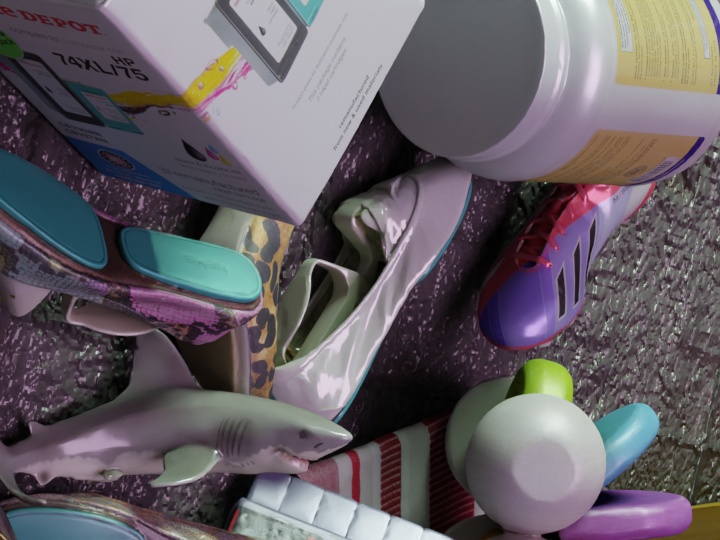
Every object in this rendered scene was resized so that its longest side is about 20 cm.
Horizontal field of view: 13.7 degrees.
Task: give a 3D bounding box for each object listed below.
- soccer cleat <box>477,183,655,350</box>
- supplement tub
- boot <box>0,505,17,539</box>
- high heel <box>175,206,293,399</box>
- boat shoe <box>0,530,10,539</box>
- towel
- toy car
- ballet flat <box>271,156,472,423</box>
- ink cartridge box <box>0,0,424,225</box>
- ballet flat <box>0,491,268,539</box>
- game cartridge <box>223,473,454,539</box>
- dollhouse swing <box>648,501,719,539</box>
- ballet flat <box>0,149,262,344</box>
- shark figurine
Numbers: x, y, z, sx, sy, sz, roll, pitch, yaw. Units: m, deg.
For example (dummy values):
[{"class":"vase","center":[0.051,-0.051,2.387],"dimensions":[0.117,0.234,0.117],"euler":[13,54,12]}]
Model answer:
[{"class":"soccer cleat","center":[0.131,-0.030,1.895],"dimensions":[0.200,0.067,0.076],"euler":[-50,149,-37]},{"class":"supplement tub","center":[0.117,-0.124,1.786],"dimensions":[0.200,0.145,0.145],"euler":[1,101,-52]},{"class":"boot","center":[-0.236,0.216,1.517],"dimensions":[0.174,0.069,0.200],"euler":[-39,119,-38]},{"class":"high heel","center":[-0.041,-0.014,1.676],"dimensions":[0.143,0.071,0.200],"euler":[-24,111,-39]},{"class":"boat shoe","center":[-0.231,0.113,1.441],"dimensions":[0.200,0.068,0.072],"euler":[39,59,-26]},{"class":"towel","center":[0.018,0.169,1.859],"dimensions":[0.200,0.023,0.144],"euler":[-17,113,-50]},{"class":"toy car","center":[0.125,0.157,1.812],"dimensions":[0.175,0.150,0.200],"euler":[-154,-108,-85]},{"class":"ballet flat","center":[0.000,0.000,1.752],"dimensions":[0.200,0.069,0.069],"euler":[-59,140,-19]},{"class":"ink cartridge box","center":[-0.097,-0.145,1.505],"dimensions":[0.200,0.147,0.146],"euler":[47,65,-47]},{"class":"ballet flat","center":[-0.119,0.159,1.627],"dimensions":[0.200,0.067,0.068],"euler":[18,102,-19]},{"class":"game cartridge","center":[-0.033,0.206,1.680],"dimensions":[0.038,0.130,0.200],"euler":[116,-3,-47]},{"class":"dollhouse swing","center":[0.271,0.247,2.098],"dimensions":[0.200,0.182,0.176],"euler":[0,81,-53]},{"class":"ballet flat","center":[-0.143,-0.001,1.551],"dimensions":[0.200,0.069,0.071],"euler":[22,125,-35]},{"class":"shark figurine","center":[-0.128,0.074,1.607],"dimensions":[0.214,0.128,0.090],"euler":[-2,90,-30]}]
